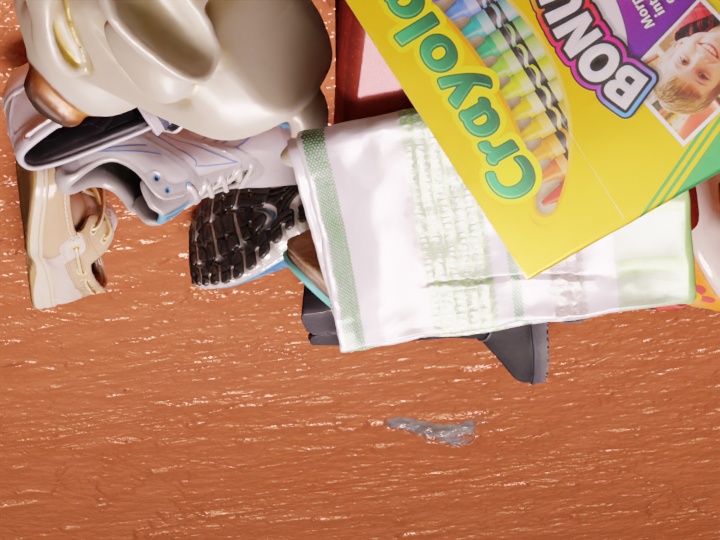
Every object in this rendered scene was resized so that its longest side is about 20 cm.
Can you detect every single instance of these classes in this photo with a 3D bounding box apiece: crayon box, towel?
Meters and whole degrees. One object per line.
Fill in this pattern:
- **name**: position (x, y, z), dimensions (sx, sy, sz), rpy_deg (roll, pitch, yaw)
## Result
- **crayon box**: position (0.098, -0.123, 0.727), dimensions (0.172, 0.058, 0.201), rpy_deg (-30, 108, 14)
- **towel**: position (0.072, -0.023, 0.830), dimensions (0.198, 0.031, 0.150), rpy_deg (-7, 132, 8)

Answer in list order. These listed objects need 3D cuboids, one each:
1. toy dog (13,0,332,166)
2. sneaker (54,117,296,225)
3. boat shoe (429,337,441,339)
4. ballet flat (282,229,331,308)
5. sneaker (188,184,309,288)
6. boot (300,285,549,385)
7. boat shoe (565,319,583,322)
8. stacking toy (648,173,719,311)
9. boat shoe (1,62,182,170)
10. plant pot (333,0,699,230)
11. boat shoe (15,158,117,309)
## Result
- **toy dog**: position (-0.112, -0.143, 0.885), dimensions (0.199, 0.140, 0.194), rpy_deg (5, 149, 48)
- **sneaker**: position (-0.117, -0.067, 1.088), dimensions (0.198, 0.087, 0.075), rpy_deg (5, 150, -17)
- **boat shoe**: position (0.074, 0.009, 1.166), dimensions (0.066, 0.075, 0.200), rpy_deg (23, 157, 16)
- **ballet flat**: position (0.000, 0.000, 1.125), dimensions (0.072, 0.068, 0.200), rpy_deg (-40, 159, 0)
- **sneaker**: position (-0.042, -0.026, 1.183), dimensions (0.199, 0.079, 0.090), rpy_deg (-19, 152, 29)
- **boot**: position (0.055, 0.048, 1.339), dimensions (0.198, 0.066, 0.165), rpy_deg (-7, 144, 2)
- **boat shoe**: position (0.126, -0.001, 0.982), dimensions (0.074, 0.067, 0.199), rpy_deg (5, 180, 25)
- **stacking toy**: position (0.189, -0.017, 1.146), dimensions (0.199, 0.147, 0.146), rpy_deg (-19, 148, 34)
- **boat shoe**: position (-0.130, -0.115, 0.998), dimensions (0.198, 0.069, 0.072), rpy_deg (-15, 151, 4)
- **plant pot**: position (0.072, -0.143, 0.863), dimensions (0.198, 0.201, 0.177), rpy_deg (-5, 140, 6)
- **boat shoe**: position (-0.211, -0.036, 1.164), dimensions (0.069, 0.074, 0.200), rpy_deg (-6, 157, -12)
